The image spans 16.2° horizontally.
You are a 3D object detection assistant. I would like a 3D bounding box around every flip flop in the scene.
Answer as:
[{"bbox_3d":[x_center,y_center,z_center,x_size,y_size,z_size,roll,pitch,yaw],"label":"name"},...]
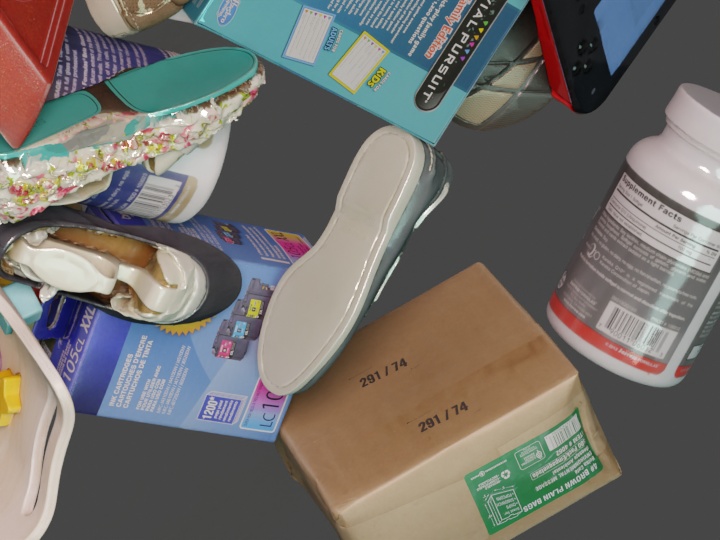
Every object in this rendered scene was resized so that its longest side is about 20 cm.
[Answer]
[{"bbox_3d":[0.117,-0.187,1.743,0.081,0.058,0.200,25,91,-22],"label":"flip flop"}]

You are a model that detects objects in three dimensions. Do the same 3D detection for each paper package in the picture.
[{"bbox_3d":[0.052,0.116,1.798,0.200,0.191,0.104,-29,124,-6],"label":"paper package"}]

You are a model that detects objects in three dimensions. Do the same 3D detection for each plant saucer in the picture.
[{"bbox_3d":[-0.227,-0.207,1.506,0.037,0.200,0.200,-19,127,21],"label":"plant saucer"}]

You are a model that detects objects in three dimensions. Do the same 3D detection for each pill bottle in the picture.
[{"bbox_3d":[0.227,-0.026,1.836,0.116,0.116,0.200,18,109,-29],"label":"pill bottle"},{"bbox_3d":[-0.194,-0.102,1.627,0.200,0.111,0.111,13,112,-27],"label":"pill bottle"}]

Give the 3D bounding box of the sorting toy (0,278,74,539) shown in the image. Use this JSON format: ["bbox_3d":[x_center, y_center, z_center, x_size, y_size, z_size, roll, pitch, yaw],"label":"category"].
[{"bbox_3d":[-0.241,0.085,1.625,0.107,0.180,0.200,-1,117,-37],"label":"sorting toy"}]

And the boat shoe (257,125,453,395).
[{"bbox_3d":[0.000,0.000,1.705,0.062,0.073,0.200,19,102,-49],"label":"boat shoe"}]

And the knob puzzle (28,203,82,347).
[{"bbox_3d":[-0.268,-0.004,1.698,0.219,0.030,0.220,-19,126,-28],"label":"knob puzzle"}]

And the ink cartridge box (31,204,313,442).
[{"bbox_3d":[-0.135,0.032,1.737,0.200,0.076,0.137,11,109,-29],"label":"ink cartridge box"}]

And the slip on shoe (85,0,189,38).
[{"bbox_3d":[-0.165,-0.243,1.554,0.061,0.076,0.200,-19,100,20],"label":"slip on shoe"}]

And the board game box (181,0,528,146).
[{"bbox_3d":[0.005,-0.188,1.616,0.200,0.047,0.151,25,105,-33],"label":"board game box"}]

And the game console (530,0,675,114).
[{"bbox_3d":[0.180,-0.218,1.684,0.200,0.031,0.177,-54,155,-20],"label":"game console"}]

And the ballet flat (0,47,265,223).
[{"bbox_3d":[-0.151,-0.083,1.559,0.200,0.076,0.064,-19,131,-19],"label":"ballet flat"}]

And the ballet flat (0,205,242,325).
[{"bbox_3d":[-0.158,0.002,1.625,0.200,0.073,0.073,19,109,-30],"label":"ballet flat"}]

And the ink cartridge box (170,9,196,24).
[{"bbox_3d":[-0.031,-0.211,1.659,0.200,0.067,0.116,9,113,-26],"label":"ink cartridge box"}]
